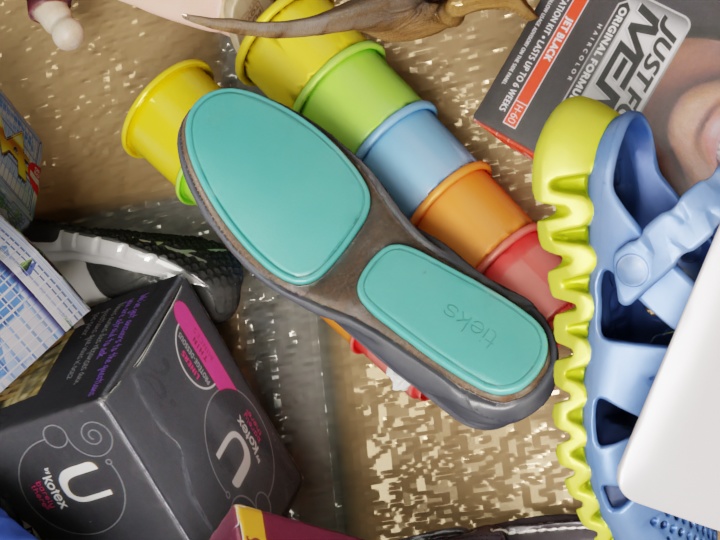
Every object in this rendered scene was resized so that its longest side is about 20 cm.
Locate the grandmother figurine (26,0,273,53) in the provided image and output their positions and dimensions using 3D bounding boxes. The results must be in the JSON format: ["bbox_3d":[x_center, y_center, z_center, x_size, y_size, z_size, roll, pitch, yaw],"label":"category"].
[{"bbox_3d":[-0.127,-0.165,0.852,0.199,0.061,0.122,24,64,27],"label":"grandmother figurine"}]

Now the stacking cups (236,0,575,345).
[{"bbox_3d":[0.030,-0.048,0.760,0.200,0.060,0.061,44,100,18],"label":"stacking cups"}]

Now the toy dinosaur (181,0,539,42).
[{"bbox_3d":[0.016,-0.117,0.718,0.106,0.200,0.061,-19,99,22],"label":"toy dinosaur"}]

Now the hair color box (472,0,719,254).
[{"bbox_3d":[0.159,-0.057,0.710,0.199,0.061,0.102,31,94,23],"label":"hair color box"}]

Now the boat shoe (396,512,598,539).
[{"bbox_3d":[0.038,0.149,0.728,0.199,0.065,0.073,-12,75,20],"label":"boat shoe"}]

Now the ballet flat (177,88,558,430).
[{"bbox_3d":[0.000,0.000,0.713,0.200,0.073,0.073,38,98,17],"label":"ballet flat"}]

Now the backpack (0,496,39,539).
[{"bbox_3d":[-0.176,0.197,0.642,0.162,0.167,0.201,30,123,28],"label":"backpack"}]

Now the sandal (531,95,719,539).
[{"bbox_3d":[0.123,0.030,0.658,0.086,0.079,0.202,-1,107,31],"label":"sandal"}]

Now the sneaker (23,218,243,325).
[{"bbox_3d":[-0.137,0.016,0.819,0.199,0.073,0.081,5,90,38],"label":"sneaker"}]

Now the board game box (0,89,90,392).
[{"bbox_3d":[-0.214,0.000,0.753,0.200,0.062,0.200,-45,37,-13],"label":"board game box"}]

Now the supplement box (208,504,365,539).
[{"bbox_3d":[0.026,0.179,0.638,0.086,0.199,0.111,-57,27,28],"label":"supplement box"}]

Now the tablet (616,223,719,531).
[{"bbox_3d":[0.186,0.011,0.629,0.129,0.014,0.201,20,95,-21],"label":"tablet"}]

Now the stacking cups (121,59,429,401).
[{"bbox_3d":[-0.025,-0.020,0.789,0.200,0.060,0.061,40,98,19],"label":"stacking cups"}]

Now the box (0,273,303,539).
[{"bbox_3d":[-0.146,0.102,0.756,0.199,0.106,0.123,-18,113,26],"label":"box"}]
